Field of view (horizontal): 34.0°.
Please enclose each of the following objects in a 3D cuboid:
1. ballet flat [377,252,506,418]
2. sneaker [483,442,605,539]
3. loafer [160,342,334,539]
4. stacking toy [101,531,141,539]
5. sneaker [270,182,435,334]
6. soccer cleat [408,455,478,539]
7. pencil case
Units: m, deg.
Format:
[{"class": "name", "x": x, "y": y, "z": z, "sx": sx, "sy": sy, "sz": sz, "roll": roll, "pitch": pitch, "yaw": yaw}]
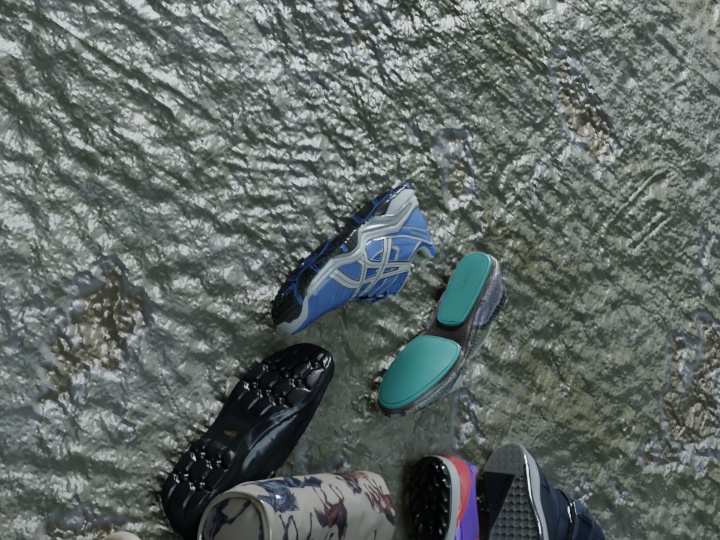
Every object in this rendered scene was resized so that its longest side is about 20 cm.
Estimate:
[{"class": "ballet flat", "x": 0.087, "y": 0.075, "z": 1.135, "sx": 0.072, "sy": 0.072, "sz": 0.201, "roll": 47, "pitch": 60, "yaw": -22}, {"class": "sneaker", "x": 0.181, "y": 0.283, "z": 1.133, "sx": 0.146, "sy": 0.076, "sz": 0.204, "roll": 47, "pitch": 31, "yaw": -25}, {"class": "loafer", "x": -0.091, "y": 0.143, "z": 0.994, "sx": 0.201, "sy": 0.067, "sz": 0.071, "roll": -49, "pitch": 149, "yaw": -30}, {"class": "stacking toy", "x": -0.130, "y": 0.278, "z": 0.940, "sx": 0.199, "sy": 0.085, "sz": 0.087, "roll": 33, "pitch": 65, "yaw": -37}, {"class": "sneaker", "x": 0.000, "y": 0.000, "z": 1.069, "sx": 0.200, "sy": 0.075, "sz": 0.078, "roll": -41, "pitch": 103, "yaw": -32}, {"class": "soccer cleat", "x": 0.083, "y": 0.276, "z": 1.105, "sx": 0.073, "sy": 0.067, "sz": 0.204, "roll": 10, "pitch": 78, "yaw": -47}, {"class": "pencil case", "x": -0.050, "y": 0.214, "z": 0.966, "sx": 0.199, "sy": 0.077, "sz": 0.091, "roll": 8, "pitch": 102, "yaw": -56}]
